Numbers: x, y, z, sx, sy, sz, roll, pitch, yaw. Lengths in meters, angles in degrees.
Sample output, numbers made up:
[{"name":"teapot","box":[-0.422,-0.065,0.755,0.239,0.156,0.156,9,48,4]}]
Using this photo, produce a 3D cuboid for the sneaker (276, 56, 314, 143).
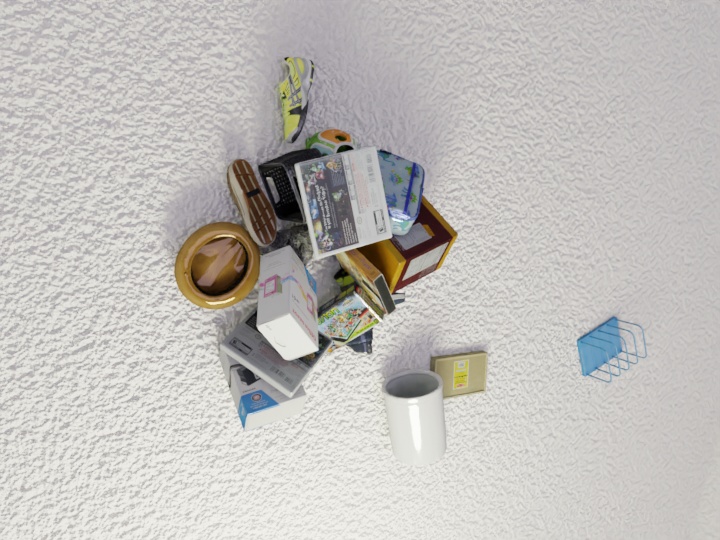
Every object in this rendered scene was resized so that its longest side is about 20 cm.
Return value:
[{"name":"sneaker","box":[-0.162,-0.398,1.318,0.075,0.075,0.205,9,83,-21]}]

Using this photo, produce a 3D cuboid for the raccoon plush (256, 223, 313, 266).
[{"name":"raccoon plush","box":[-0.166,-0.099,1.338,0.133,0.097,0.202,30,89,-24]}]

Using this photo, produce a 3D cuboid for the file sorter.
[{"name":"file sorter","box":[0.863,0.273,1.929,0.197,0.122,0.141,-24,108,-22]}]

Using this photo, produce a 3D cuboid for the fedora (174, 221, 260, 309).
[{"name":"fedora","box":[-0.324,-0.015,1.276,0.197,0.082,0.205,-6,104,-23]}]

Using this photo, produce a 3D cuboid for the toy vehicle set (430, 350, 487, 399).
[{"name":"toy vehicle set","box":[0.295,0.313,1.685,0.196,0.026,0.127,-2,98,-28]}]

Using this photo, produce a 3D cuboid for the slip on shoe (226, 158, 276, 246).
[{"name":"slip on shoe","box":[-0.252,-0.149,1.279,0.075,0.060,0.203,-28,96,-38]}]

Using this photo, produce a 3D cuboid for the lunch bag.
[{"name":"lunch bag","box":[0.071,-0.187,1.326,0.158,0.083,0.202,20,51,-5]}]

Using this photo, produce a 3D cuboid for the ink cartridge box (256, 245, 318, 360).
[{"name":"ink cartridge box","box":[-0.159,0.073,1.252,0.083,0.203,0.145,-18,136,14]}]

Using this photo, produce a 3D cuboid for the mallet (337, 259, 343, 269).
[{"name":"mallet","box":[0.017,-0.078,1.477,0.198,0.041,0.067,-34,110,-25]}]

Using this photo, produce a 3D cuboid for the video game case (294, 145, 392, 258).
[{"name":"video game case","box":[-0.033,-0.146,1.200,0.178,0.023,0.204,-16,106,-15]}]

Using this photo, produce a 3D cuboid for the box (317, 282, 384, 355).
[{"name":"box","box":[-0.049,0.123,1.391,0.199,0.035,0.110,-34,111,30]}]

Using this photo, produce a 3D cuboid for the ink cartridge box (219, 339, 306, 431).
[{"name":"ink cartridge box","box":[-0.228,0.243,1.295,0.142,0.202,0.085,-12,143,-27]}]

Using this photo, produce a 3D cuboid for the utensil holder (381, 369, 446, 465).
[{"name":"utensil holder","box":[0.152,0.400,1.545,0.167,0.169,0.204,-16,107,-25]}]

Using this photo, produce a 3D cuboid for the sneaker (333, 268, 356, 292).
[{"name":"sneaker","box":[0.027,0.010,1.480,0.197,0.074,0.082,-24,114,-15]}]

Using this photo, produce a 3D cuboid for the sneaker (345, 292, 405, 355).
[{"name":"sneaker","box":[0.037,0.140,1.485,0.198,0.077,0.149,-13,93,-16]}]

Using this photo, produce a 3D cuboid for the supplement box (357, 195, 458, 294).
[{"name":"supplement box","box":[0.093,-0.081,1.389,0.198,0.198,0.134,-24,153,-31]}]

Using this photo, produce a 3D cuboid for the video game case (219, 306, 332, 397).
[{"name":"video game case","box":[-0.189,0.169,1.291,0.198,0.024,0.182,31,45,10]}]

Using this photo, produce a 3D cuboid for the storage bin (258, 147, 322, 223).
[{"name":"storage bin","box":[-0.144,-0.193,1.277,0.093,0.199,0.137,-27,109,-20]}]

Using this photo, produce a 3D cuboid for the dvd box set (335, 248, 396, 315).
[{"name":"dvd box set","box":[0.000,0.000,1.313,0.029,0.200,0.147,-37,143,-10]}]

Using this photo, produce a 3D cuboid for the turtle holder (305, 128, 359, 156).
[{"name":"turtle holder","box":[-0.066,-0.244,1.350,0.139,0.131,0.189,19,88,-29]}]
